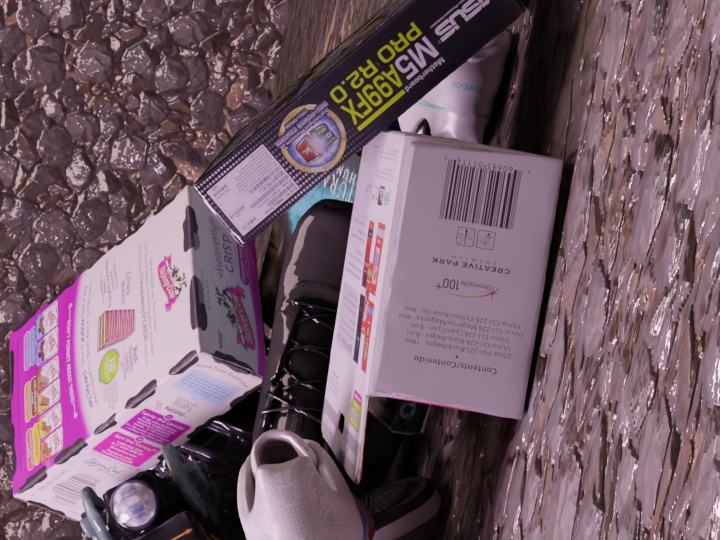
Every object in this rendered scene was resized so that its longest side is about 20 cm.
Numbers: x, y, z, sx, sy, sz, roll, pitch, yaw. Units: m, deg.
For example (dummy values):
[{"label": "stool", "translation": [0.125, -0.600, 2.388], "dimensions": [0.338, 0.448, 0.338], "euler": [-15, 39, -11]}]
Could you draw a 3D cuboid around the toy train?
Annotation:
[{"label": "toy train", "translation": [-0.120, 0.183, 1.664], "dimensions": [0.115, 0.085, 0.200], "euler": [63, 178, 12]}]

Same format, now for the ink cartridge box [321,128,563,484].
[{"label": "ink cartridge box", "translation": [0.037, 0.018, 1.359], "dimensions": [0.200, 0.083, 0.177], "euler": [-139, 58, -83]}]

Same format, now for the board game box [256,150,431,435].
[{"label": "board game box", "translation": [0.000, 0.000, 1.590], "dimensions": [0.200, 0.028, 0.136], "euler": [36, 115, 56]}]

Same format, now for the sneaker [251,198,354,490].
[{"label": "sneaker", "translation": [-0.023, 0.060, 1.490], "dimensions": [0.091, 0.075, 0.202], "euler": [-47, -35, -72]}]

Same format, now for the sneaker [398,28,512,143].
[{"label": "sneaker", "translation": [0.043, -0.108, 1.588], "dimensions": [0.200, 0.070, 0.081], "euler": [-178, 96, -83]}]

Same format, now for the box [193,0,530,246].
[{"label": "box", "translation": [0.007, -0.107, 1.409], "dimensions": [0.200, 0.044, 0.160], "euler": [-39, 6, 14]}]

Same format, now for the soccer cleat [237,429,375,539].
[{"label": "soccer cleat", "translation": [-0.030, 0.120, 1.353], "dimensions": [0.200, 0.069, 0.087], "euler": [-160, 53, -85]}]

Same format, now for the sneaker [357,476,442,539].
[{"label": "sneaker", "translation": [-0.010, 0.213, 1.490], "dimensions": [0.199, 0.121, 0.084], "euler": [-35, 6, 22]}]

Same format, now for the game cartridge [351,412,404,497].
[{"label": "game cartridge", "translation": [-0.036, 0.174, 1.620], "dimensions": [0.201, 0.041, 0.133], "euler": [-62, -9, 1]}]

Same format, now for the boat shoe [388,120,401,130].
[{"label": "boat shoe", "translation": [0.009, -0.016, 1.683], "dimensions": [0.072, 0.072, 0.202], "euler": [134, 146, -64]}]

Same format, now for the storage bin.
[{"label": "storage bin", "translation": [-0.088, 0.105, 1.847], "dimensions": [0.200, 0.134, 0.094], "euler": [-35, -38, -62]}]

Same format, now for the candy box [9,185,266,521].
[{"label": "candy box", "translation": [-0.149, 0.056, 1.699], "dimensions": [0.200, 0.061, 0.137], "euler": [-37, 44, 34]}]
